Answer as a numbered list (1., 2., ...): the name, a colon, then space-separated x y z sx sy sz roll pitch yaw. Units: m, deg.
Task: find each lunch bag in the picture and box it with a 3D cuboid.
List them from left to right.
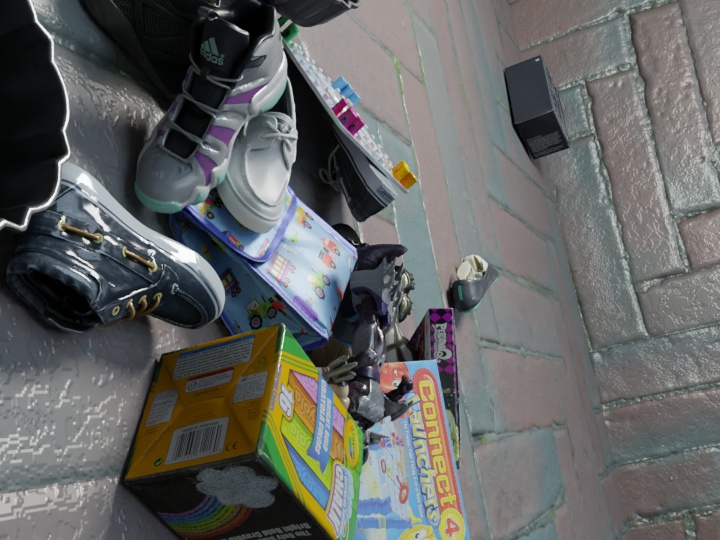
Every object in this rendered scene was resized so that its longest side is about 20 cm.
1. lunch bag: -0.106 -0.030 0.893 0.201 0.093 0.152 51 30 -20

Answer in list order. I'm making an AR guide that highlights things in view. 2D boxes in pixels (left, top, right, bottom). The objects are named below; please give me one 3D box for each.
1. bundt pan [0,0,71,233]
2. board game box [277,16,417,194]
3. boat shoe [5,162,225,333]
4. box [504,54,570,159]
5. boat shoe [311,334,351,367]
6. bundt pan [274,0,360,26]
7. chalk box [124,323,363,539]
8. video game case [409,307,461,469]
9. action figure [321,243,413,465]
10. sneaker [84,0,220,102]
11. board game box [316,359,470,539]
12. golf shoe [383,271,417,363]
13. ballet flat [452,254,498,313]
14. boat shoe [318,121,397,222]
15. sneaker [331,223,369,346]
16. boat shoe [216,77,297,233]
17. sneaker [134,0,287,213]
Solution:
1. bundt pan: -0.259 -0.108 0.531 0.201 0.074 0.206 -16 91 -70
2. board game box: -0.019 -0.208 1.174 0.202 0.026 0.200 59 11 30
3. boat shoe: -0.176 0.014 0.685 0.200 0.070 0.093 42 39 -44
4. box: 0.506 -0.467 2.690 0.198 0.121 0.204 46 33 -54
5. boat shoe: 0.009 0.163 1.048 0.069 0.069 0.204 -29 102 -67
6. bundt pan: -0.087 -0.374 1.100 0.202 0.075 0.204 43 31 -33
7. chalk box: -0.075 0.163 0.760 0.126 0.122 0.201 -83 151 -44
8. video game case: 0.087 0.159 1.152 0.200 0.035 0.186 107 -17 -74
9. action figure: 0.008 0.082 0.875 0.130 0.068 0.205 52 42 -62
10. sneaker: -0.148 -0.218 0.845 0.200 0.112 0.078 49 34 -53
11. board game box: 0.010 0.197 0.939 0.193 0.055 0.205 1 73 -41
12. golf shoe: 0.017 0.085 1.148 0.093 0.077 0.204 19 57 -39
13. ballet flat: 0.200 0.011 1.656 0.075 0.072 0.200 71 23 -11
14. boat shoe: -0.012 -0.126 1.194 0.073 0.068 0.201 40 15 -39
15. sneaker: 0.000 0.000 1.065 0.072 0.082 0.202 24 28 -25
16. boat shoe: -0.088 -0.119 0.875 0.071 0.068 0.202 32 33 -23
17. sneaker: -0.128 -0.155 0.776 0.141 0.076 0.202 98 18 -61
